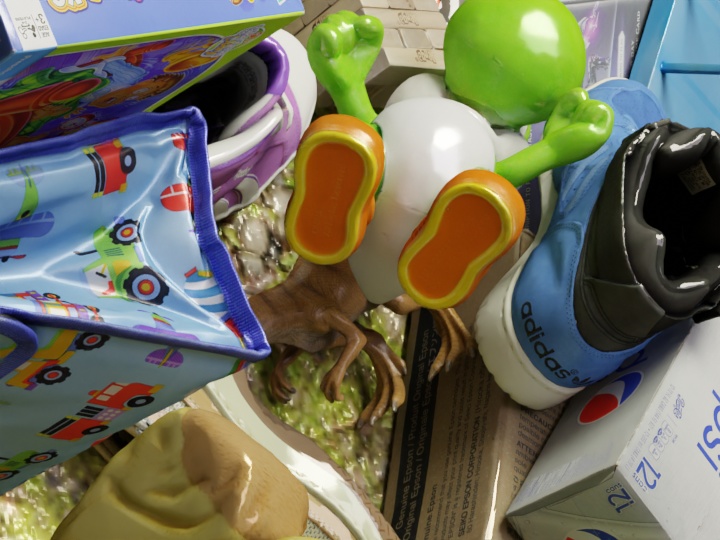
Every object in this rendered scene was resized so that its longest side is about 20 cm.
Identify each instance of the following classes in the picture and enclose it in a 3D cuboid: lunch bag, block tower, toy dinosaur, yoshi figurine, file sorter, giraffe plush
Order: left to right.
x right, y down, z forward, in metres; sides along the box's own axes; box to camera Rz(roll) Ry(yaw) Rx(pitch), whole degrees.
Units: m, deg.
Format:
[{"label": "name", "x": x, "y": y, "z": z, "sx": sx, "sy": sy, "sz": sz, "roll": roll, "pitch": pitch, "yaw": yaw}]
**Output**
[{"label": "lunch bag", "x": -0.156, "y": 0.016, "z": 0.781, "sx": 0.199, "sy": 0.150, "sz": 0.095, "roll": -2, "pitch": 70, "yaw": -49}, {"label": "giraffe plush", "x": -0.056, "y": 0.155, "z": 0.817, "sx": 0.162, "sy": 0.199, "sz": 0.174, "roll": 33, "pitch": 49, "yaw": -57}, {"label": "block tower", "x": -0.022, "y": -0.166, "z": 1.111, "sx": 0.054, "sy": 0.058, "sz": 0.201, "roll": -3, "pitch": 66, "yaw": -47}, {"label": "toy dinosaur", "x": 0.000, "y": 0.000, "z": 1.042, "sx": 0.106, "sy": 0.060, "sz": 0.200, "roll": 52, "pitch": 39, "yaw": -11}, {"label": "yoshi figurine", "x": 0.040, "y": -0.063, "z": 0.991, "sx": 0.113, "sy": 0.111, "sz": 0.200, "roll": 68, "pitch": 19, "yaw": -12}, {"label": "file sorter", "x": 0.213, "y": -0.067, "z": 1.200, "sx": 0.139, "sy": 0.122, "sz": 0.201, "roll": 38, "pitch": 64, "yaw": -49}]

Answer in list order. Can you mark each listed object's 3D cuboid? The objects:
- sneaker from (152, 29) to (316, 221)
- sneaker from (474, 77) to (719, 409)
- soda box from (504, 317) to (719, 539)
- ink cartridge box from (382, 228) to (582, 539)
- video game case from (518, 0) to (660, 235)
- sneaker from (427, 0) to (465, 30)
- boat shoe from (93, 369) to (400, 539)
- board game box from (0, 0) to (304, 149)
[{"label": "sneaker", "x": -0.050, "y": -0.063, "z": 0.980, "sx": 0.073, "sy": 0.114, "sz": 0.200, "roll": 56, "pitch": 37, "yaw": -5}, {"label": "sneaker", "x": 0.124, "y": -0.032, "z": 1.044, "sx": 0.077, "sy": 0.111, "sz": 0.200, "roll": 48, "pitch": 39, "yaw": -14}, {"label": "soda box", "x": 0.134, "y": 0.059, "z": 1.036, "sx": 0.068, "sy": 0.063, "sz": 0.200, "roll": 51, "pitch": 39, "yaw": -12}, {"label": "ink cartridge box", "x": 0.105, "y": 0.107, "z": 1.086, "sx": 0.200, "sy": 0.075, "sz": 0.165, "roll": 36, "pitch": 44, "yaw": -28}, {"label": "video game case", "x": 0.116, "y": -0.062, "z": 1.191, "sx": 0.199, "sy": 0.019, "sz": 0.144, "roll": -13, "pitch": 107, "yaw": -51}, {"label": "sneaker", "x": 0.075, "y": -0.147, "z": 1.177, "sx": 0.081, "sy": 0.077, "sz": 0.201, "roll": 15, "pitch": 46, "yaw": 6}, {"label": "boat shoe", "x": -0.054, "y": 0.091, "z": 0.931, "sx": 0.200, "sy": 0.072, "sz": 0.076, "roll": 49, "pitch": 56, "yaw": -11}, {"label": "board game box", "x": -0.134, "y": -0.056, "z": 0.808, "sx": 0.134, "sy": 0.199, "sz": 0.045, "roll": -15, "pitch": 80, "yaw": -51}]
